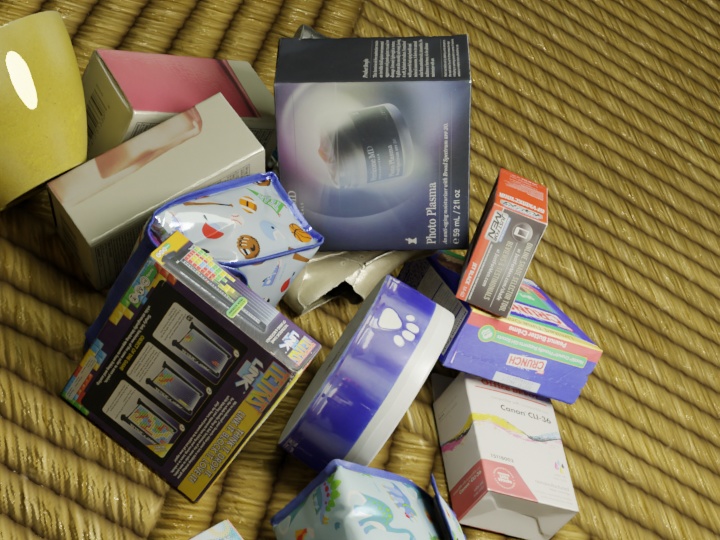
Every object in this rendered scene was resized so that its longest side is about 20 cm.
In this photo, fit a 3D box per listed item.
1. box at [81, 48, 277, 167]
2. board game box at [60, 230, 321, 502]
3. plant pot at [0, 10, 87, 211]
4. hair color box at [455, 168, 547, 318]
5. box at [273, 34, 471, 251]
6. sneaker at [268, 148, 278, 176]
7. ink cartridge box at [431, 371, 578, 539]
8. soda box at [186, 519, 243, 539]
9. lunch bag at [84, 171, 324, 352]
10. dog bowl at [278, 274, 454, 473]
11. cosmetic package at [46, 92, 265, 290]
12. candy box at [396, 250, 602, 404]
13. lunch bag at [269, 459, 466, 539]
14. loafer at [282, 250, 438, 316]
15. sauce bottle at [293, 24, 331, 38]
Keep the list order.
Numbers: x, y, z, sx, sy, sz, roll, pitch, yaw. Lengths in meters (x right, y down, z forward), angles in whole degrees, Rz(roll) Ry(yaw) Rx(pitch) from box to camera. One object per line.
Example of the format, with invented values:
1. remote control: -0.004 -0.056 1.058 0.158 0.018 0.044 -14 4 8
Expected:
1. box: -0.201 -0.151 1.651 0.200 0.128 0.109 -1 45 -41
2. board game box: -0.155 0.089 1.380 0.165 0.200 0.057 38 35 0
3. plant pot: -0.347 -0.142 1.502 0.200 0.200 0.142 -34 97 -52
4. hair color box: 0.154 -0.033 1.661 0.064 0.111 0.200 22 15 0
5. box: 0.014 -0.130 1.597 0.198 0.200 0.123 -1 32 3
6. sneaker: -0.079 -0.147 1.802 0.200 0.075 0.087 41 31 5
7. ink cartridge box: 0.149 0.180 1.640 0.116 0.068 0.200 17 41 -26
8. soda box: -0.088 0.314 1.304 0.200 0.068 0.064 50 38 16
9. lunch bag: -0.158 0.011 1.487 0.200 0.170 0.124 -15 58 -48
10. dog bowl: 0.005 0.106 1.492 0.079 0.200 0.200 33 37 -2
11. cosmetic package: -0.200 -0.079 1.531 0.200 0.103 0.087 -29 68 -19
12. candy box: 0.145 0.056 1.706 0.169 0.077 0.200 19 17 -24
13. lunch bag: 0.041 0.280 1.410 0.200 0.127 0.170 22 35 -40
14. loafer: 0.000 0.000 1.676 0.200 0.076 0.068 -17 77 -11
15. sauce bottle: 0.004 -0.258 1.995 0.200 0.066 0.066 21 40 -17
